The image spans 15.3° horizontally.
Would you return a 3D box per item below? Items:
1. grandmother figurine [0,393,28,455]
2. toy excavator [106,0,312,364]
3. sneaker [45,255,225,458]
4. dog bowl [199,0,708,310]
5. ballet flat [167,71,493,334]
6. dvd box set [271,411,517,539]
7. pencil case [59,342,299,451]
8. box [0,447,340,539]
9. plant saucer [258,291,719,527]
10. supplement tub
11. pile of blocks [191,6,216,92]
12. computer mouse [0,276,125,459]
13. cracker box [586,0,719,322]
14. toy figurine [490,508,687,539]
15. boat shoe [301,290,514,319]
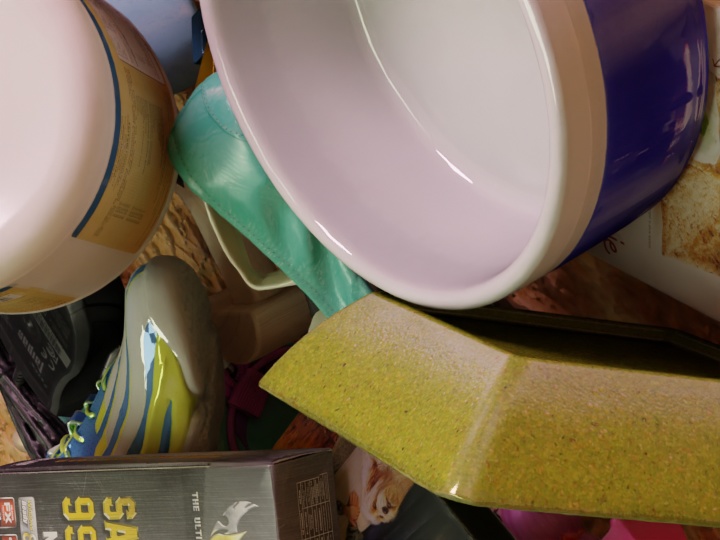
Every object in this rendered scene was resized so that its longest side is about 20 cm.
[{"bbox_3d":[-0.173,0.071,1.483,0.200,0.060,0.121,49,153,20],"label":"grandmother figurine"},{"bbox_3d":[-0.105,-0.072,1.237,0.200,0.100,0.195,31,136,42],"label":"toy excavator"},{"bbox_3d":[-0.113,0.087,1.217,0.105,0.076,0.201,-1,117,6],"label":"sneaker"},{"bbox_3d":[0.031,-0.091,0.985,0.200,0.079,0.201,33,137,38],"label":"dog bowl"},{"bbox_3d":[-0.008,-0.002,1.115,0.070,0.067,0.200,-28,111,33],"label":"ballet flat"},{"bbox_3d":[-0.016,0.161,1.154,0.146,0.029,0.200,50,119,24],"label":"dvd box set"},{"bbox_3d":[-0.094,0.059,1.345,0.200,0.085,0.093,13,144,46],"label":"pencil case"},{"bbox_3d":[-0.078,0.179,1.143,0.158,0.048,0.201,-4,93,34],"label":"box"},{"bbox_3d":[0.087,0.049,1.003,0.200,0.199,0.048,-156,74,-66],"label":"plant saucer"},{"bbox_3d":[-0.153,-0.056,1.088,0.145,0.144,0.200,56,-176,6],"label":"supplement tub"},{"bbox_3d":[-0.025,-0.129,1.130,0.082,0.062,0.201,-119,41,-51],"label":"pile of blocks"},{"bbox_3d":[-0.159,0.006,1.290,0.141,0.046,0.200,55,156,18],"label":"computer mouse"},{"bbox_3d":[0.133,-0.055,0.998,0.200,0.058,0.134,29,135,37],"label":"cracker box"},{"bbox_3d":[0.064,0.138,1.180,0.184,0.150,0.201,-31,85,44],"label":"toy figurine"},{"bbox_3d":[0.000,0.000,1.194,0.200,0.073,0.065,52,140,12],"label":"boat shoe"}]
